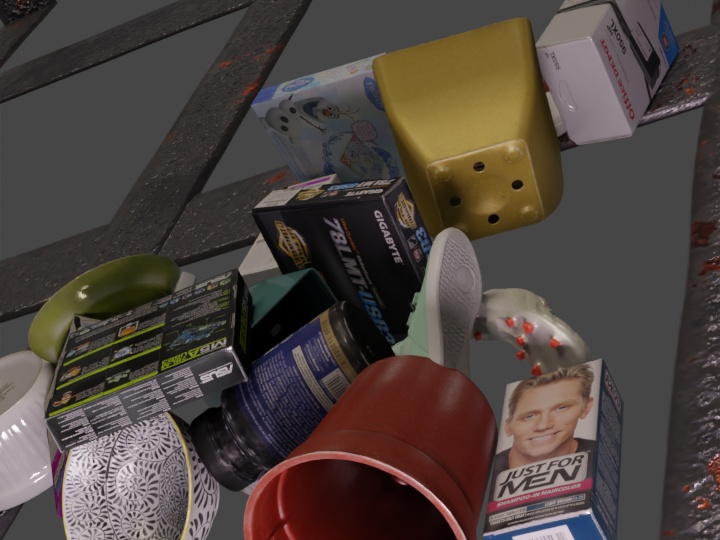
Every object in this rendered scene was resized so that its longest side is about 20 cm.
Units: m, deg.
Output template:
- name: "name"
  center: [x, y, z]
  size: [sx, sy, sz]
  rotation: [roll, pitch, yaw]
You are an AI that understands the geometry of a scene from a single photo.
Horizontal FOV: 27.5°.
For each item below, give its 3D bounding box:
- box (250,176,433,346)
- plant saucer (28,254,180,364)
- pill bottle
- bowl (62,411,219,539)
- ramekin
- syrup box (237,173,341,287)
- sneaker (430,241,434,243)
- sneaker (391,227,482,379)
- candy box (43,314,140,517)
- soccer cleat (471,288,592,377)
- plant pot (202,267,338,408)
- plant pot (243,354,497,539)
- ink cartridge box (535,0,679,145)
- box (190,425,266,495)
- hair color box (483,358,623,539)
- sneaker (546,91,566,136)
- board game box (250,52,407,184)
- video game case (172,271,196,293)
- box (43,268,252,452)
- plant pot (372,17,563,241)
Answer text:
- name: "box"
  center: [0.000, 0.000, 1.591]
  size: [0.198, 0.201, 0.050]
  rotation: [-1, 33, 44]
- name: "plant saucer"
  center: [-0.297, 0.057, 1.754]
  size: [0.199, 0.200, 0.031]
  rotation: [-32, 65, -4]
- name: "pill bottle"
  center: [-0.064, 0.128, 1.432]
  size: [0.199, 0.112, 0.112]
  rotation: [-35, 25, 13]
- name: "bowl"
  center: [-0.205, 0.226, 1.489]
  size: [0.200, 0.094, 0.202]
  rotation: [-8, 78, 42]
- name: "ramekin"
  center: [-0.428, 0.189, 1.803]
  size: [0.199, 0.105, 0.201]
  rotation: [-24, 28, 13]
- name: "syrup box"
  center: [-0.075, -0.030, 1.852]
  size: [0.081, 0.079, 0.200]
  rotation: [-12, 31, 32]
- name: "sneaker"
  center: [0.056, -0.015, 1.724]
  size: [0.070, 0.073, 0.201]
  rotation: [-9, 36, 7]
- name: "sneaker"
  center: [0.056, 0.058, 1.492]
  size: [0.118, 0.073, 0.202]
  rotation: [-7, 72, 46]
- name: "candy box"
  center: [-0.300, 0.162, 1.637]
  size: [0.137, 0.061, 0.200]
  rotation: [-66, 27, 26]
- name: "soccer cleat"
  center: [0.173, 0.055, 1.476]
  size: [0.077, 0.070, 0.200]
  rotation: [-23, 24, -26]
- name: "plant pot"
  center: [-0.108, 0.099, 1.610]
  size: [0.141, 0.142, 0.200]
  rotation: [-44, 20, -27]
- name: "plant pot"
  center: [0.027, 0.186, 1.276]
  size: [0.200, 0.202, 0.195]
  rotation: [-15, 22, 28]
- name: "ink cartridge box"
  center: [0.306, -0.272, 1.813]
  size: [0.084, 0.145, 0.200]
  rotation: [-6, 36, 38]
- name: "box"
  center: [-0.128, 0.203, 1.550]
  size: [0.039, 0.042, 0.199]
  rotation: [-42, 30, -23]
- name: "hair color box"
  center: [0.171, 0.170, 1.282]
  size: [0.099, 0.061, 0.200]
  rotation: [-18, 29, 23]
- name: "sneaker"
  center: [0.183, -0.211, 1.829]
  size: [0.199, 0.116, 0.074]
  rotation: [-21, 37, -15]
- name: "board game box"
  center: [-0.008, -0.166, 1.883]
  size: [0.198, 0.201, 0.044]
  rotation: [-10, 36, 33]
- name: "video game case"
  center: [-0.244, 0.125, 1.702]
  size: [0.200, 0.022, 0.183]
  rotation: [-83, 18, -57]
- name: "box"
  center: [-0.206, 0.085, 1.466]
  size: [0.199, 0.048, 0.193]
  rotation: [-22, 25, 5]
- name: "plant pot"
  center: [0.134, -0.140, 1.697]
  size: [0.193, 0.196, 0.201]
  rotation: [-14, 36, 7]
